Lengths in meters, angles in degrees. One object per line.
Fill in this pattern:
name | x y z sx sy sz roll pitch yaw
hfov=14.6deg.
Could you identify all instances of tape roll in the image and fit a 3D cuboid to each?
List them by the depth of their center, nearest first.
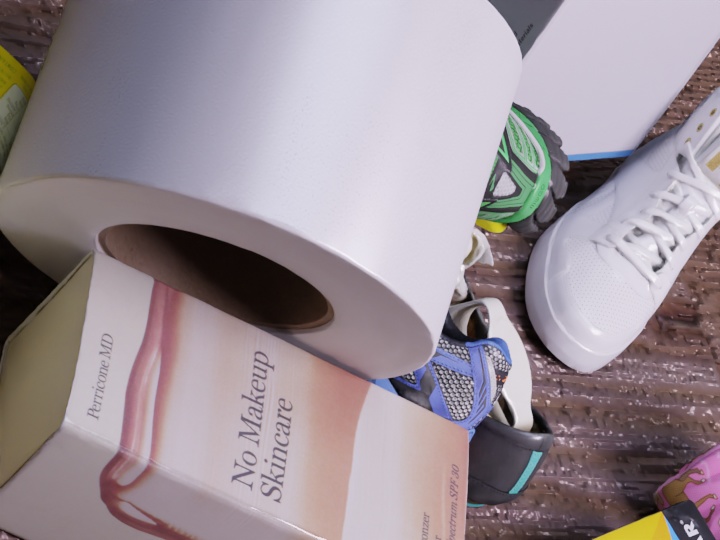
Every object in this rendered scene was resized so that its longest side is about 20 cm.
tape roll | -0.043 -0.056 1.214 0.202 0.202 0.140 27 70 -21

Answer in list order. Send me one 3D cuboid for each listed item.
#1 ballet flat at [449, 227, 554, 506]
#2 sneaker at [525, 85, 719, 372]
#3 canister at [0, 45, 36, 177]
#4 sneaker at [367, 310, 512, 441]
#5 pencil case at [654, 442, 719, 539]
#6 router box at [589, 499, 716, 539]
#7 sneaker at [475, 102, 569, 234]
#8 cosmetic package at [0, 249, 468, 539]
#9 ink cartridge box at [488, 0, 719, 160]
ballet flat | 0.042 0.018 1.380 0.068 0.068 0.201 -8 64 -45
sneaker | 0.164 -0.035 1.492 0.074 0.116 0.200 43 42 -6
canister | -0.234 -0.045 1.184 0.148 0.087 0.200 40 39 -6
sneaker | 0.000 0.000 1.334 0.200 0.078 0.075 51 16 10
pencil case | 0.226 0.171 1.404 0.201 0.083 0.086 60 15 17
router box | 0.149 0.221 1.319 0.149 0.051 0.201 -16 70 -45
sneaker | 0.011 -0.092 1.386 0.200 0.078 0.085 33 8 30
cosmetic package | -0.057 0.087 1.225 0.199 0.087 0.104 25 46 -23
ink cartridge box | 0.080 -0.177 1.488 0.146 0.146 0.200 -5 51 -43
